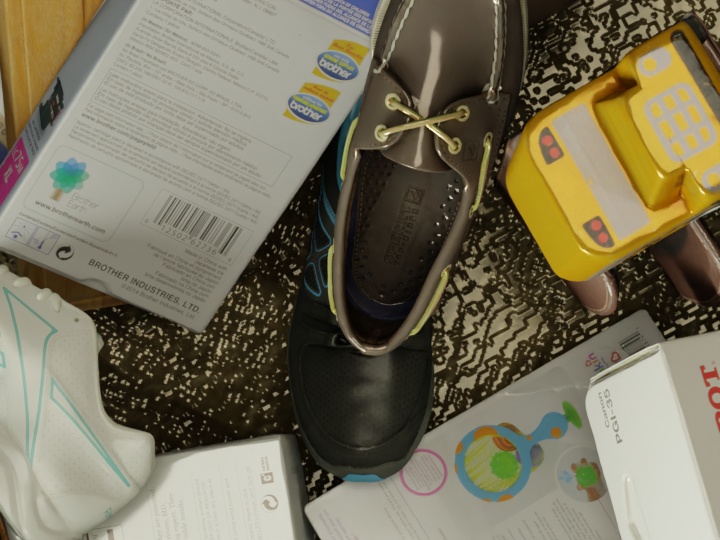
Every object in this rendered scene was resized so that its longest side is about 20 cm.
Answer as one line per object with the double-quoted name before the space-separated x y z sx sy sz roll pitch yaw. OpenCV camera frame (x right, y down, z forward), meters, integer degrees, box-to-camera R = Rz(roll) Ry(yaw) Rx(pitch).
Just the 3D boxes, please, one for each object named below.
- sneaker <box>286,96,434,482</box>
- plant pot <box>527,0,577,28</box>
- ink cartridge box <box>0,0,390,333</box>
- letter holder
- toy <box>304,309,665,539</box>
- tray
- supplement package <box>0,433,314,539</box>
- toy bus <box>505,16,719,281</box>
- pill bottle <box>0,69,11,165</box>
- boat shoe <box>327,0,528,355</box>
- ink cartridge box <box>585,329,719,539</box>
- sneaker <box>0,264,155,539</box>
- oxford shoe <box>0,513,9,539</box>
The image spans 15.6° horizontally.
"sneaker" 0.000 0.000 1.263 0.073 0.082 0.201 1 72 4
"plant pot" -0.009 -0.177 1.256 0.174 0.200 0.201 -29 86 19
"ink cartridge box" -0.072 -0.076 1.177 0.119 0.042 0.200 24 113 -28
"letter holder" 0.143 -0.020 1.221 0.100 0.200 0.142 -34 87 -1
"toy" 0.085 0.118 1.284 0.199 0.047 0.115 -30 78 -10
"tray" -0.113 -0.077 1.209 0.098 0.037 0.201 -9 124 -14
"supplement package" -0.123 0.148 1.261 0.199 0.114 0.110 -10 86 3
"toy bus" 0.104 -0.042 1.022 0.078 0.200 0.065 -29 87 -1
"pill bottle" -0.241 -0.026 1.274 0.200 0.111 0.111 -40 87 -2
"boat shoe" 0.027 -0.056 1.155 0.071 0.060 0.201 16 120 0
"ink cartridge box" 0.224 0.094 1.229 0.199 0.083 0.147 -11 78 -23
"sneaker" -0.164 0.030 1.193 0.080 0.070 0.201 -32 86 -5
"oxford shoe" -0.189 0.137 1.171 0.071 0.073 0.200 -34 84 2
